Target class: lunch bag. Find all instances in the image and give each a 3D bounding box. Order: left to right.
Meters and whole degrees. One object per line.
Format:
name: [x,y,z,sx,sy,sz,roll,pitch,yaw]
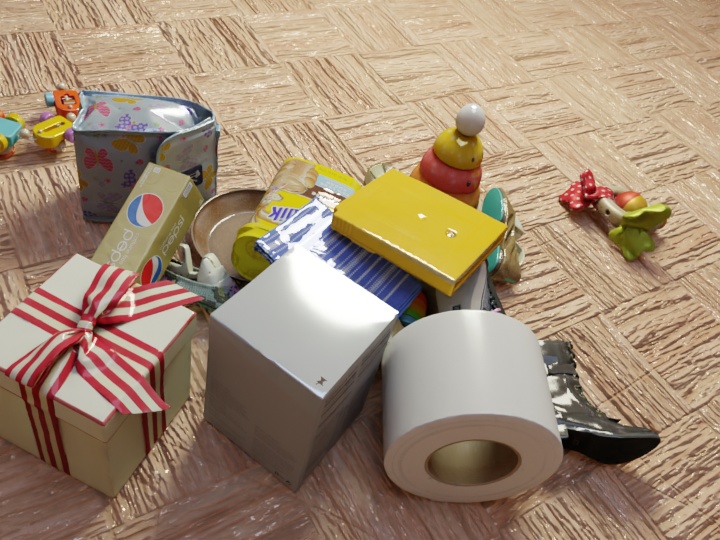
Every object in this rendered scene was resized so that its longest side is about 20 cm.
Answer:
lunch bag: [-0.310,-0.161,0.995,0.197,0.171,0.128,1,45,-16]

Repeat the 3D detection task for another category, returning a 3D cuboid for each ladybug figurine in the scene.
ladybug figurine: [0.060,0.069,0.936,0.136,0.072,0.201,42,41,-14]

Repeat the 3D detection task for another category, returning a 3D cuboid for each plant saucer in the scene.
plant saucer: [-0.157,-0.047,1.025,0.197,0.037,0.202,8,47,-9]

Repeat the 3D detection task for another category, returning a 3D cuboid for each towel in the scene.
towel: [-0.024,-0.005,0.872,0.199,0.024,0.145,40,45,8]

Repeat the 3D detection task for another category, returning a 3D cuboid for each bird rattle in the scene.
bird rattle: [0.480,-0.111,1.255,0.162,0.114,0.200,-8,36,-38]

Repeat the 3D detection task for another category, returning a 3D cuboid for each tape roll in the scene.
tape roll: [0.124,0.163,0.789,0.200,0.204,0.140,8,45,-8]

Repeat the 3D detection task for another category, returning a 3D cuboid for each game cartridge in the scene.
game cartridge: [0.079,-0.060,0.920,0.199,0.033,0.176,29,40,21]

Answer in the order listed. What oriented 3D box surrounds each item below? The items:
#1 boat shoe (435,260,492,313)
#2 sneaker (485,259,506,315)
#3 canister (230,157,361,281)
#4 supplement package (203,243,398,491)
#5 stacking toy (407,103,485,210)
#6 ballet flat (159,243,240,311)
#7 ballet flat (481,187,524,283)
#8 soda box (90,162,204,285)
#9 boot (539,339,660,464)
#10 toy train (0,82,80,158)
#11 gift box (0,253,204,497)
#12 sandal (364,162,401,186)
boat shoe: [0.154,0.064,0.938,0.074,0.093,0.202,-11,55,33]
sneaker: [0.171,0.025,0.995,0.070,0.100,0.201,-15,47,-4]
canister: [-0.085,-0.067,0.980,0.147,0.087,0.201,19,44,-1]
supplement package: [-0.075,0.113,0.780,0.151,0.201,0.151,33,47,16]
stacking toy: [0.160,-0.190,1.136,0.144,0.201,0.147,8,46,-8]
ballet flat: [-0.238,0.003,0.924,0.198,0.072,0.069,19,12,4]
ballet flat: [0.244,-0.054,1.136,0.072,0.068,0.202,26,42,-19]
soda box: [-0.286,-0.035,0.879,0.067,0.064,0.202,19,69,13]
boot: [0.296,0.167,0.924,0.197,0.070,0.176,5,46,-2]
toy train: [-0.532,-0.238,1.089,0.198,0.056,0.151,-15,52,-32]
gift box: [-0.276,0.108,0.737,0.198,0.188,0.186,20,45,5]
sandal: [0.071,-0.093,1.129,0.080,0.054,0.201,-32,77,-31]
